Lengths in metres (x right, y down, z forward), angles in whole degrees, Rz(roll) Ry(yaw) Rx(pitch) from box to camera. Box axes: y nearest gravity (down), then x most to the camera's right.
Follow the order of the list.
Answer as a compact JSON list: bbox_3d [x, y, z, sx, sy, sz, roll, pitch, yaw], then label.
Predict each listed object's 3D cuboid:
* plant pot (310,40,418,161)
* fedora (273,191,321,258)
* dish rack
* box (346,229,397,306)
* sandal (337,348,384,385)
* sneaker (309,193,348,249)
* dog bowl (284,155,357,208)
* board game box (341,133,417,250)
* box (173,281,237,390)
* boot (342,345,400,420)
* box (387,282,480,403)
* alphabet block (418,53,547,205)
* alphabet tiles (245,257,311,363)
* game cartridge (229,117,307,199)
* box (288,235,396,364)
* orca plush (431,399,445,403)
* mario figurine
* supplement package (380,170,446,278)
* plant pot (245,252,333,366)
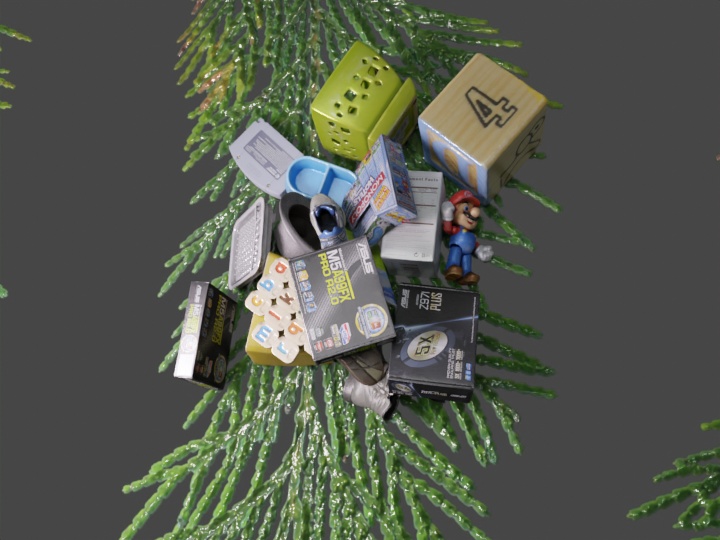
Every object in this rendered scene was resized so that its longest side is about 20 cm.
[{"bbox_3d":[0.022,-0.356,1.462,0.180,0.199,0.202,32,80,14],"label":"plant pot"},{"bbox_3d":[-0.125,-0.066,1.421,0.200,0.177,0.090,44,118,-9],"label":"fedora"},{"bbox_3d":[-0.241,-0.054,1.437,0.043,0.199,0.175,11,69,-29],"label":"dish rack"},{"bbox_3d":[0.000,0.000,1.345,0.048,0.121,0.202,-49,36,27],"label":"box"},{"bbox_3d":[-0.025,0.136,1.243,0.081,0.055,0.201,-37,77,-11],"label":"sandal"},{"bbox_3d":[-0.067,-0.111,1.332,0.076,0.086,0.201,-20,43,-3],"label":"sneaker"},{"bbox_3d":[-0.085,-0.198,1.485,0.197,0.050,0.113,20,81,7],"label":"dog bowl"},{"bbox_3d":[0.037,-0.144,1.335,0.201,0.061,0.201,-52,36,25],"label":"board game box"},{"bbox_3d":[-0.329,0.143,1.382,0.043,0.160,0.204,2,71,13],"label":"box"},{"bbox_3d":[0.048,0.195,1.313,0.129,0.067,0.204,10,80,41],"label":"boot"},{"bbox_3d":[0.143,0.138,1.242,0.160,0.087,0.203,6,63,8],"label":"box"},{"bbox_3d":[0.264,-0.301,1.391,0.196,0.196,0.200,41,83,19],"label":"alphabet block"},{"bbox_3d":[-0.116,0.073,1.235,0.194,0.015,0.201,33,77,11],"label":"alphabet tiles"},{"bbox_3d":[-0.224,-0.270,1.565,0.133,0.042,0.200,-46,69,-1],"label":"game cartridge"},{"bbox_3d":[-0.035,0.054,1.198,0.157,0.044,0.203,-16,73,-1],"label":"box"},{"bbox_3d":[0.171,0.164,1.318,0.104,0.071,0.202,27,79,19],"label":"orca plush"},{"bbox_3d":[0.226,-0.079,1.363,0.104,0.124,0.204,-2,71,16],"label":"mario figurine"},{"bbox_3d":[0.118,-0.100,1.393,0.115,0.117,0.204,4,72,14],"label":"supplement package"},{"bbox_3d":[-0.124,0.101,1.345,0.173,0.200,0.204,11,74,-1],"label":"plant pot"}]
